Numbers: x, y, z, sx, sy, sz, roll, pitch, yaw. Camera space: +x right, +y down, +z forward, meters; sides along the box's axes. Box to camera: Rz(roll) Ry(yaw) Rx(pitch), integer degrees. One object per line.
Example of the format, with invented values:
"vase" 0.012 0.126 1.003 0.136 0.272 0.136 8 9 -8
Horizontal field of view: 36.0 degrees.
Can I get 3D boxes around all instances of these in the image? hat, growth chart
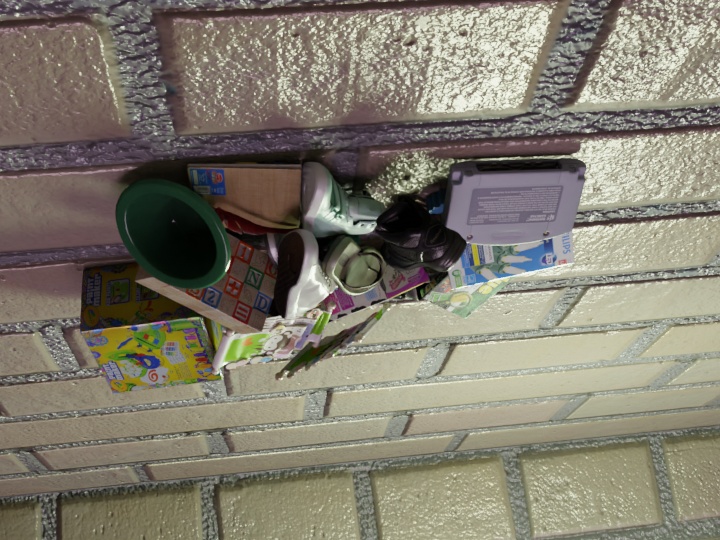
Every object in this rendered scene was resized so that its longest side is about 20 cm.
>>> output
"hat" -0.220 -0.085 1.541 0.164 0.176 0.201 -4 124 26
"growth chart" -0.143 0.111 1.792 0.199 0.018 0.145 -13 148 -20
"growth chart" -0.048 0.126 1.896 0.199 0.018 0.145 -27 -169 31

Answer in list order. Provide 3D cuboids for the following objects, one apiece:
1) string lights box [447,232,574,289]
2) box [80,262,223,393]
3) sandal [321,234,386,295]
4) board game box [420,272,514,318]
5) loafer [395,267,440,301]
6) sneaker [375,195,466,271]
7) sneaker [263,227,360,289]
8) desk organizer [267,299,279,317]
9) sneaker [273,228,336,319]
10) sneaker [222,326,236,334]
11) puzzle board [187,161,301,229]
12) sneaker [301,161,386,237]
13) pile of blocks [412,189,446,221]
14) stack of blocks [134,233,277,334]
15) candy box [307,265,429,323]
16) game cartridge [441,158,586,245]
"string lights box" 0.228 -0.043 1.729 0.198 0.059 0.103 -12 138 4
"box" -0.334 0.091 1.803 0.191 0.123 0.201 -7 145 0
"sandal" -0.001 0.001 1.626 0.057 0.080 0.201 24 -179 19
"board game box" 0.202 0.000 1.829 0.104 0.024 0.200 23 128 -33
"loafer" 0.107 0.022 1.916 0.199 0.063 0.072 -16 160 23
"sneaker" 0.062 -0.054 1.564 0.114 0.076 0.199 41 169 -17
"sneaker" -0.059 -0.027 1.701 0.120 0.084 0.200 -18 153 17
"desk organizer" -0.157 0.059 1.906 0.071 0.078 0.200 -15 159 20
"sneaker" -0.074 -0.004 1.615 0.084 0.073 0.200 -15 155 -20
"sneaker" -0.246 0.086 1.990 0.199 0.078 0.082 8 176 -24
"puzzle board" -0.158 -0.104 1.536 0.149 0.018 0.200 1 159 -4
"sneaker" -0.022 -0.101 1.523 0.117 0.074 0.201 -3 165 -4
"pile of blocks" 0.116 -0.075 1.655 0.199 0.063 0.082 -23 155 35
"stack of blocks" -0.223 0.003 1.657 0.199 0.116 0.058 29 157 -32
"candy box" -0.003 0.035 1.851 0.199 0.061 0.136 -23 179 37
"game cartridge" 0.215 -0.096 1.588 0.198 0.041 0.134 -2 127 -11
